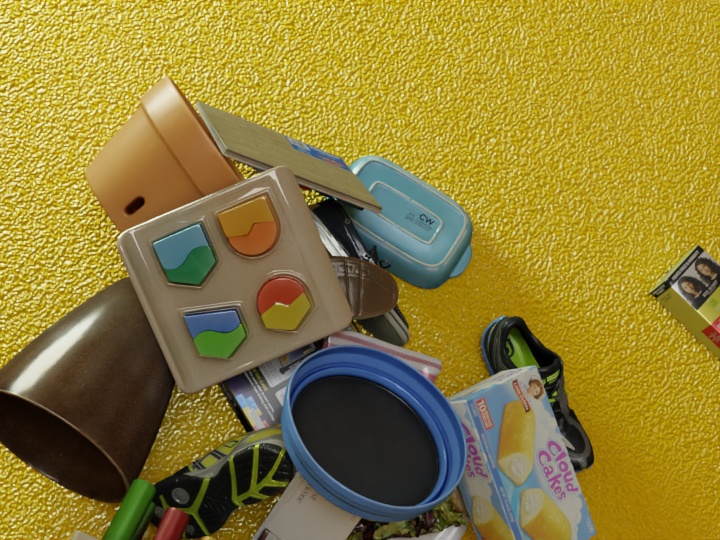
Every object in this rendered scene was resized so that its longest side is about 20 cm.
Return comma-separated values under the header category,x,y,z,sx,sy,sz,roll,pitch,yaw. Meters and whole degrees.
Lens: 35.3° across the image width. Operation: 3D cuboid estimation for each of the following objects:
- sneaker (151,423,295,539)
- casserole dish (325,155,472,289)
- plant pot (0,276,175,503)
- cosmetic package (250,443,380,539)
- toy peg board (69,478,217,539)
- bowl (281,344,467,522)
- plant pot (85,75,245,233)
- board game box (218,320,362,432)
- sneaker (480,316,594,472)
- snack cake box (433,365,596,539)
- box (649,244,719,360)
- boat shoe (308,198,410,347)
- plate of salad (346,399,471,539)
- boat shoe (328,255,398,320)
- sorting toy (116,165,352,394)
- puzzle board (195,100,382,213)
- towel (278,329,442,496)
category,x,y,z,sx,sy,sz,roll,pitch,yaw
sneaker,-0.145,0.224,1.205,0.199,0.076,0.076,-24,103,22
casserole dish,0.049,-0.064,1.368,0.200,0.039,0.121,33,71,2
plant pot,-0.272,0.110,1.205,0.187,0.187,0.200,30,56,2
cosmetic package,-0.062,0.274,1.175,0.082,0.051,0.200,33,111,2
toy peg board,-0.185,0.307,1.139,0.199,0.200,0.098,25,56,0
bowl,0.011,0.165,1.147,0.200,0.039,0.201,19,40,-16
plant pot,-0.212,-0.097,1.271,0.140,0.200,0.200,-35,80,0
board game box,-0.083,0.097,1.287,0.165,0.057,0.200,-28,79,-18
sneaker,0.204,0.142,1.300,0.071,0.083,0.200,-23,78,-19
snack cake box,0.168,0.218,1.239,0.115,0.067,0.201,-20,91,-34
box,0.454,0.067,1.379,0.075,0.050,0.200,-42,83,-20
boat shoe,0.000,0.000,1.316,0.062,0.075,0.200,-36,89,-28
plate of salad,0.047,0.241,1.227,0.199,0.048,0.201,-3,96,-25
boat shoe,-0.059,0.027,1.250,0.199,0.065,0.072,1,71,-9
sorting toy,-0.129,0.010,1.179,0.199,0.036,0.186,-23,96,-6
puzzle board,-0.084,-0.126,1.282,0.199,0.151,0.017,19,109,-29
towel,0.003,0.175,1.240,0.146,0.030,0.201,17,88,-23
